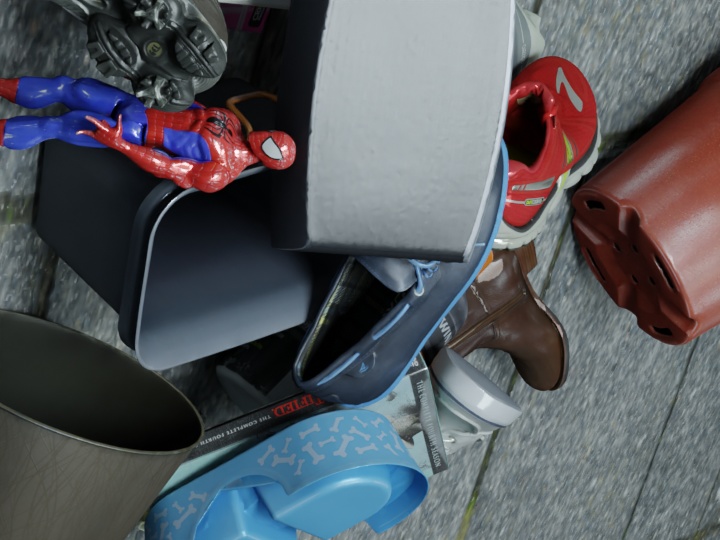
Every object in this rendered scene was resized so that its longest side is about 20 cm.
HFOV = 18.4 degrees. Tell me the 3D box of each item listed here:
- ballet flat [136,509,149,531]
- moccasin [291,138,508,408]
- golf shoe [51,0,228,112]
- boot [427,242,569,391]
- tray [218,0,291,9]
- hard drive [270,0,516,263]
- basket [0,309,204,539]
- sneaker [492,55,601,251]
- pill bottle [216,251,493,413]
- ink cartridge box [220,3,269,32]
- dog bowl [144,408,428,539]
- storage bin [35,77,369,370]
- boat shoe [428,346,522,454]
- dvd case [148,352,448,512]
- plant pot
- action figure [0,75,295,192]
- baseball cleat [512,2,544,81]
[{"bbox_3d":[-0.138,0.155,1.529,0.071,0.071,0.200,-55,143,-1],"label":"ballet flat"},{"bbox_3d":[0.024,0.000,1.339,0.068,0.080,0.200,8,112,-48],"label":"moccasin"},{"bbox_3d":[-0.146,-0.178,1.200,0.078,0.200,0.095,-30,-163,22],"label":"golf shoe"},{"bbox_3d":[0.064,0.075,1.694,0.200,0.064,0.187,-41,130,-25],"label":"boot"},{"bbox_3d":[-0.011,-0.180,1.290,0.200,0.022,0.107,2,146,-31],"label":"tray"},{"bbox_3d":[0.023,-0.102,1.255,0.135,0.042,0.200,4,101,-18],"label":"hard drive"},{"bbox_3d":[-0.219,0.146,1.358,0.180,0.136,0.200,21,111,-21],"label":"basket"},{"bbox_3d":[0.115,-0.093,1.455,0.200,0.077,0.085,-63,163,-50],"label":"sneaker"},{"bbox_3d":[0.002,0.035,1.552,0.200,0.106,0.106,-45,144,-13],"label":"pill bottle"},{"bbox_3d":[-0.117,-0.195,1.285,0.200,0.037,0.095,2,117,-48],"label":"ink cartridge box"},{"bbox_3d":[-0.053,0.152,1.414,0.200,0.050,0.111,-30,149,19],"label":"dog bowl"},{"bbox_3d":[-0.094,-0.050,1.342,0.200,0.134,0.146,-20,132,-41],"label":"storage bin"},{"bbox_3d":[0.066,0.099,1.560,0.065,0.074,0.200,-50,174,-1],"label":"boat shoe"},{"bbox_3d":[-0.043,0.128,1.465,0.200,0.022,0.146,-22,147,-6],"label":"dvd case"},{"bbox_3d":[0.285,-0.053,1.759,0.195,0.201,0.201,-33,140,-16],"label":"plant pot"},{"bbox_3d":[-0.134,-0.084,1.223,0.065,0.200,0.052,-83,-172,-45],"label":"action figure"},{"bbox_3d":[0.068,-0.159,1.492,0.200,0.070,0.107,36,77,-55],"label":"baseball cleat"}]
